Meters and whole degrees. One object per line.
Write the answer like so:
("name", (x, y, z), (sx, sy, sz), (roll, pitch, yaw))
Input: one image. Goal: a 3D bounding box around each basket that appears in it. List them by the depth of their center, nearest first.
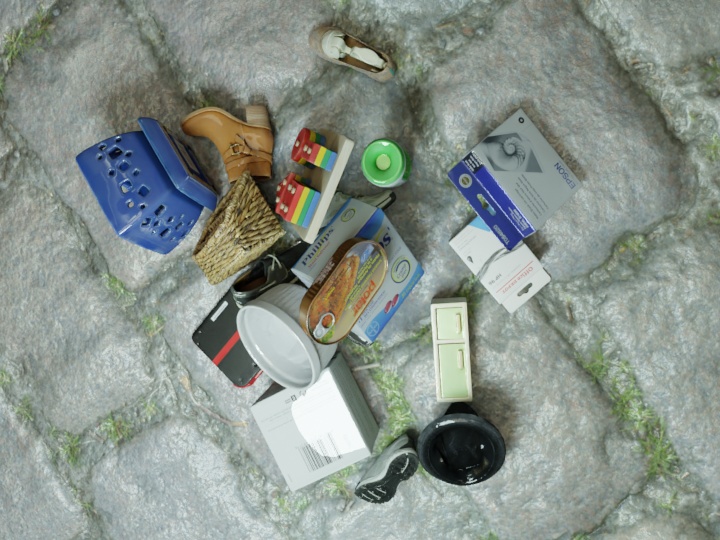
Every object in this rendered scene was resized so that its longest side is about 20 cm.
("basket", (-0.272, -0.077, 1.185), (0.199, 0.142, 0.151), (-31, 92, 51))

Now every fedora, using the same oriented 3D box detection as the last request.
("fedora", (0.204, 0.343, 1.209), (0.195, 0.092, 0.205), (3, 122, 5))

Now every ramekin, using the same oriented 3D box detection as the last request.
("ramekin", (-0.134, 0.122, 1.146), (0.197, 0.105, 0.203), (26, 137, 26))

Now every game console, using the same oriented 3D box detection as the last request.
("game console", (-0.259, 0.140, 1.308), (0.177, 0.031, 0.201), (43, 100, 8))

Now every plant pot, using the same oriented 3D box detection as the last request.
("plant pot", (-0.416, -0.176, 1.197), (0.178, 0.200, 0.202), (-35, 77, 3))

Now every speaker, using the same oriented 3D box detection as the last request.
("speaker", (0.052, -0.202, 1.127), (0.086, 0.200, 0.091), (1, 97, 8))

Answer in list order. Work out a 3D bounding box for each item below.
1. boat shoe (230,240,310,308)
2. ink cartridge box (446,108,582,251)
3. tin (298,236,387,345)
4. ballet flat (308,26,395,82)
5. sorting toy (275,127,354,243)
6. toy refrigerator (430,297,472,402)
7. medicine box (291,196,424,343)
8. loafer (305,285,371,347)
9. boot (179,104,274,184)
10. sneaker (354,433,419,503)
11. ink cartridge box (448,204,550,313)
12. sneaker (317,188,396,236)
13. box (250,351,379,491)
("boat shoe", (-0.180, 0.000, 1.223), (0.198, 0.068, 0.072), (-36, 56, -15))
("ink cartridge box", (0.297, -0.176, 1.134), (0.199, 0.041, 0.200), (-41, 90, -14))
("tin", (-0.029, 0.034, 1.028), (0.112, 0.042, 0.202), (43, 78, -36))
("ballet flat", (-0.019, -0.440, 1.178), (0.196, 0.067, 0.069), (23, 99, 6))
("sorting toy", (-0.106, -0.181, 1.151), (0.068, 0.199, 0.204), (19, 100, -22))
("toy refrigerator", (0.188, 0.163, 1.215), (0.074, 0.070, 0.206), (-3, 96, 9))
("medicine box", (0.000, 0.000, 1.132), (0.183, 0.102, 0.201), (-51, 131, -12))
("loafer", (-0.046, 0.087, 1.242), (0.200, 0.072, 0.073), (44, 100, 1))
("boot", (-0.277, -0.254, 1.223), (0.195, 0.074, 0.159), (-6, 82, 6))
("sneaker", (0.058, 0.431, 1.273), (0.073, 0.080, 0.201), (33, 117, -15))
("ink cartridge box", (0.281, -0.019, 1.180), (0.116, 0.068, 0.201), (-41, 89, 11))
("sneaker", (-0.032, -0.144, 1.210), (0.197, 0.076, 0.117), (-26, 94, 13))
("box", (-0.092, 0.314, 1.246), (0.196, 0.131, 0.203), (-27, 91, 11))
